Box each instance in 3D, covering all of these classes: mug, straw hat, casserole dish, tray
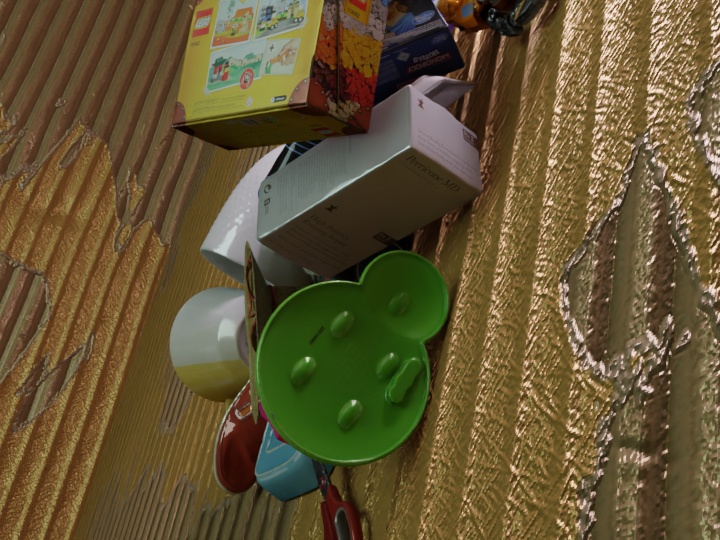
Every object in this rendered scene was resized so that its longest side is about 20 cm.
[{"bbox_3d":[-0.138,0.106,1.294,0.149,0.188,0.153,-37,12,-27],"label":"mug"},{"bbox_3d":[-0.098,-0.068,1.300,0.177,0.146,0.200,-62,10,-12],"label":"mug"},{"bbox_3d":[-0.079,0.062,1.112,0.201,0.084,0.205,178,90,-79],"label":"straw hat"},{"bbox_3d":[-0.065,0.174,1.081,0.200,0.038,0.123,-38,34,59],"label":"casserole dish"},{"bbox_3d":[0.017,-0.137,1.018,0.199,0.022,0.107,-34,-6,23],"label":"tray"}]

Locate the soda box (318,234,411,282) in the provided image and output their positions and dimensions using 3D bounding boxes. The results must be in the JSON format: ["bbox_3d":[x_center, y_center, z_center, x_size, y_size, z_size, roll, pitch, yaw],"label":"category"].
[{"bbox_3d":[0.000,0.000,1.046,0.071,0.063,0.203,-15,56,69],"label":"soda box"}]

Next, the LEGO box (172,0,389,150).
[{"bbox_3d":[-0.076,-0.199,0.937,0.198,0.077,0.152,1,78,45],"label":"LEGO box"}]

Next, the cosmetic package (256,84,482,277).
[{"bbox_3d":[0.005,-0.075,0.941,0.199,0.101,0.075,-28,50,37],"label":"cosmetic package"}]

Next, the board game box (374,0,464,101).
[{"bbox_3d":[-0.008,-0.266,1.057,0.197,0.062,0.202,-18,54,14],"label":"board game box"}]

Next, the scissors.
[{"bbox_3d":[-0.026,0.195,0.917,0.202,0.014,0.074,-101,31,-47],"label":"scissors"}]

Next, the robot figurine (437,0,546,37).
[{"bbox_3d":[0.140,-0.290,0.972,0.200,0.057,0.147,-165,96,-74],"label":"robot figurine"}]

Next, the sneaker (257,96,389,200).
[{"bbox_3d":[-0.043,-0.142,1.107,0.199,0.070,0.079,-35,65,26],"label":"sneaker"}]

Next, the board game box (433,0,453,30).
[{"bbox_3d":[0.057,-0.321,1.126,0.133,0.045,0.202,15,71,34],"label":"board game box"}]

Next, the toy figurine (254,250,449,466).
[{"bbox_3d":[-0.022,0.089,0.916,0.201,0.150,0.184,-50,2,-24],"label":"toy figurine"}]

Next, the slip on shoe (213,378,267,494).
[{"bbox_3d":[-0.114,0.171,1.193,0.202,0.073,0.061,-63,19,2],"label":"slip on shoe"}]

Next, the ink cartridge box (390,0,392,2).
[{"bbox_3d":[0.004,-0.346,1.035,0.199,0.044,0.174,-41,52,-3],"label":"ink cartridge box"}]

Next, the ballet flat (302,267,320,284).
[{"bbox_3d":[-0.041,-0.014,1.191,0.073,0.071,0.200,-64,16,10],"label":"ballet flat"}]
